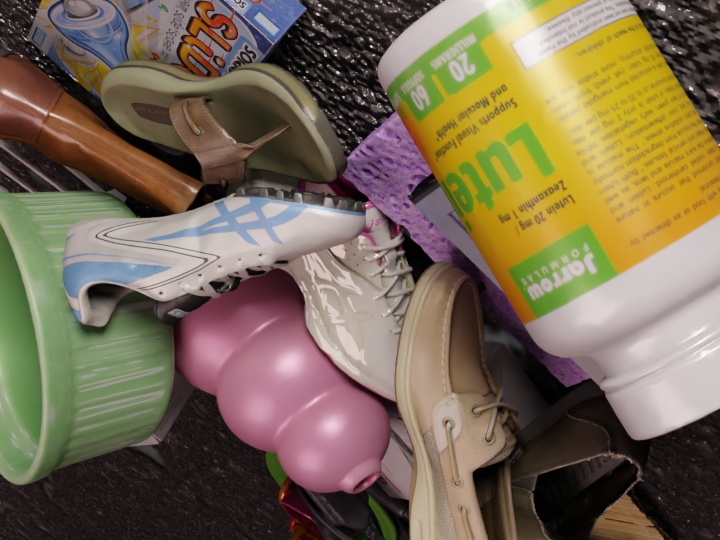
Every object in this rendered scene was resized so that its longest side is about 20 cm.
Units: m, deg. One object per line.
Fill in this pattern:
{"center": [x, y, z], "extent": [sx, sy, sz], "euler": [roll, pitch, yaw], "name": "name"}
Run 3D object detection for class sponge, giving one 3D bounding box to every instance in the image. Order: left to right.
{"center": [0.086, -0.017, 0.784], "extent": [0.200, 0.030, 0.112], "euler": [43, 152, -8], "name": "sponge"}

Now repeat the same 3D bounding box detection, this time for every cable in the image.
{"center": [-0.005, 0.171, 1.071], "extent": [0.200, 0.051, 0.163], "euler": [49, -171, -9], "name": "cable"}

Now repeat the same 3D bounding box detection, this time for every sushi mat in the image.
{"center": [0.146, 0.179, 1.023], "extent": [0.200, 0.012, 0.096], "euler": [-3, 132, 52], "name": "sushi mat"}

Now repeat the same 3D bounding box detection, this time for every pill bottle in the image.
{"center": [0.102, -0.032, 0.593], "extent": [0.200, 0.111, 0.111], "euler": [59, 152, 3], "name": "pill bottle"}

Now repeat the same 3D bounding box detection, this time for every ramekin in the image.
{"center": [-0.206, 0.038, 0.933], "extent": [0.200, 0.098, 0.200], "euler": [22, 117, 54], "name": "ramekin"}

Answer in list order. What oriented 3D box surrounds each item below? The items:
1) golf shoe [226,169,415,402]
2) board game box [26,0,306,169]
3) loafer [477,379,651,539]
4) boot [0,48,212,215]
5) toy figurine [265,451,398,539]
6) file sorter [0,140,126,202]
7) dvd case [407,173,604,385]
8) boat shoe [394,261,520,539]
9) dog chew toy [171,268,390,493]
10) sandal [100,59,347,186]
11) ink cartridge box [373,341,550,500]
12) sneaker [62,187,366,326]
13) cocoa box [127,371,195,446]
{"center": [0.000, 0.000, 0.854], "extent": [0.200, 0.075, 0.092], "euler": [50, 141, -6], "name": "golf shoe"}
{"center": [-0.125, -0.150, 0.829], "extent": [0.135, 0.034, 0.200], "euler": [40, 152, -6], "name": "board game box"}
{"center": [0.106, 0.148, 0.860], "extent": [0.075, 0.070, 0.200], "euler": [32, 118, -17], "name": "loafer"}
{"center": [-0.180, -0.090, 0.935], "extent": [0.200, 0.069, 0.188], "euler": [27, 173, 1], "name": "boot"}
{"center": [-0.073, 0.290, 1.269], "extent": [0.150, 0.184, 0.200], "euler": [24, 150, 25], "name": "toy figurine"}
{"center": [-0.312, -0.027, 1.106], "extent": [0.125, 0.139, 0.200], "euler": [40, 154, -23], "name": "file sorter"}
{"center": [0.139, -0.005, 0.709], "extent": [0.200, 0.018, 0.143], "euler": [44, 136, -10], "name": "dvd case"}
{"center": [0.066, 0.093, 0.811], "extent": [0.065, 0.072, 0.200], "euler": [7, 106, 33], "name": "boat shoe"}
{"center": [-0.052, 0.064, 0.919], "extent": [0.200, 0.125, 0.125], "euler": [52, 158, 24], "name": "dog chew toy"}
{"center": [-0.086, -0.077, 0.793], "extent": [0.201, 0.057, 0.080], "euler": [11, 142, 42], "name": "sandal"}
{"center": [0.045, 0.111, 0.983], "extent": [0.200, 0.067, 0.116], "euler": [-3, 133, 51], "name": "ink cartridge box"}
{"center": [-0.086, -0.008, 0.804], "extent": [0.200, 0.073, 0.072], "euler": [-10, 175, 23], "name": "sneaker"}
{"center": [-0.221, 0.061, 1.144], "extent": [0.131, 0.133, 0.200], "euler": [41, 154, -19], "name": "cocoa box"}
